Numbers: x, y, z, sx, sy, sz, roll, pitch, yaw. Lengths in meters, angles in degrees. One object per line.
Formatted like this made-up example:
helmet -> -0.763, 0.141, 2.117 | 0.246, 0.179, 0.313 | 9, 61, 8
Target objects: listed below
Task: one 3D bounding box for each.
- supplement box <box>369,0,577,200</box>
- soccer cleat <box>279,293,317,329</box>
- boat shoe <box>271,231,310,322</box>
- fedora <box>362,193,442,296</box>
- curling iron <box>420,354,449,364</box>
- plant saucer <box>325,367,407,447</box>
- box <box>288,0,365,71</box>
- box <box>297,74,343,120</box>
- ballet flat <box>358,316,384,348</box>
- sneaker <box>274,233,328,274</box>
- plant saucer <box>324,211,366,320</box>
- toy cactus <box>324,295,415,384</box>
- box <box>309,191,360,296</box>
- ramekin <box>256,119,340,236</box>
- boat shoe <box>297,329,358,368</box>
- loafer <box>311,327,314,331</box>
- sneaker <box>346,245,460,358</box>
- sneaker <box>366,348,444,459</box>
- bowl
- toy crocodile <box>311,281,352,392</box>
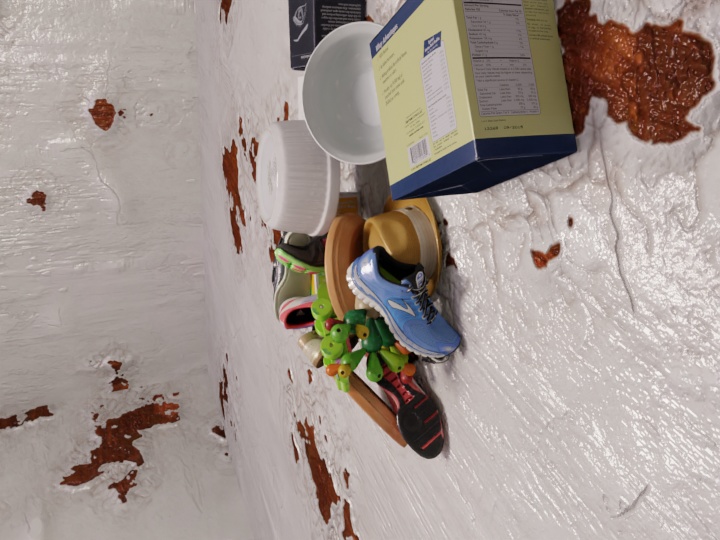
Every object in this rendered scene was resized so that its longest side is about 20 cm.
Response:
supplement box -> 0.118, -0.206, 0.671 | 0.199, 0.131, 0.206 | 167, 95, -67
soccer cleat -> -0.057, 0.068, 1.086 | 0.073, 0.194, 0.070 | -112, 7, -73
boat shoe -> -0.140, 0.003, 1.137 | 0.066, 0.073, 0.204 | -132, 41, -53
fedora -> 0.055, -0.038, 0.933 | 0.200, 0.080, 0.207 | 172, 90, -67
curling iron -> 0.079, 0.077, 0.940 | 0.201, 0.049, 0.026 | 53, 161, 43
plant saucer -> 0.016, 0.233, 1.040 | 0.200, 0.032, 0.200 | 44, 174, 6
box -> -0.064, -0.474, 1.060 | 0.148, 0.102, 0.206 | -147, 53, -60
box -> -0.040, -0.295, 1.065 | 0.199, 0.095, 0.128 | -147, 54, -62
ballet flat -> 0.034, 0.116, 1.045 | 0.200, 0.069, 0.069 | 132, 126, -61
sneaker -> -0.068, -0.036, 1.082 | 0.076, 0.195, 0.087 | -9, 80, 62
plant saucer -> 0.000, 0.000, 0.998 | 0.037, 0.199, 0.207 | -5, 93, 25
toy cactus -> 0.012, 0.094, 0.900 | 0.101, 0.197, 0.169 | -27, 56, 38
box -> -0.063, -0.053, 1.171 | 0.101, 0.110, 0.206 | -166, 72, -64
ramekin -> -0.115, -0.162, 1.005 | 0.199, 0.102, 0.207 | 179, 90, -68
boat shoe -> -0.047, 0.124, 1.105 | 0.064, 0.199, 0.072 | 40, 109, 16
loafer -> -0.089, 0.095, 1.336 | 0.072, 0.061, 0.206 | -158, 63, -63
sneaker -> 0.072, 0.045, 0.845 | 0.199, 0.079, 0.089 | 41, 130, -3
sneaker -> 0.085, 0.217, 0.982 | 0.203, 0.073, 0.087 | 60, -173, 22
bowl -> 0.012, -0.272, 0.908 | 0.196, 0.090, 0.207 | 5, 103, 21
toy crocodile -> -0.043, 0.109, 0.986 | 0.068, 0.060, 0.203 | 84, 171, -51
